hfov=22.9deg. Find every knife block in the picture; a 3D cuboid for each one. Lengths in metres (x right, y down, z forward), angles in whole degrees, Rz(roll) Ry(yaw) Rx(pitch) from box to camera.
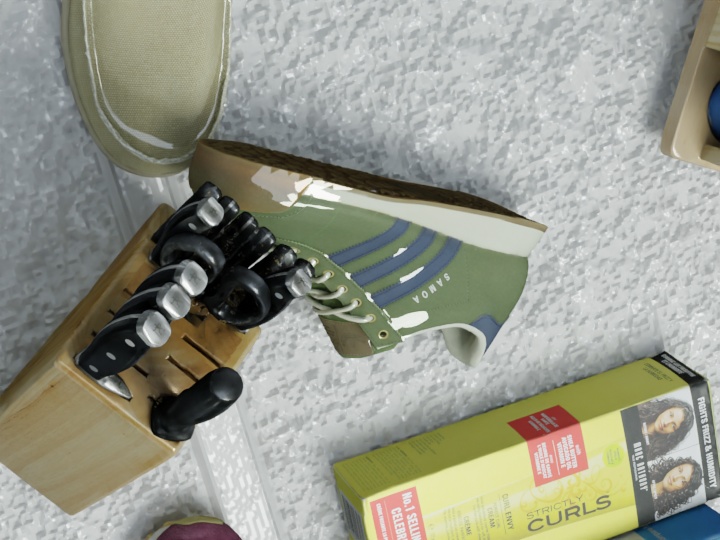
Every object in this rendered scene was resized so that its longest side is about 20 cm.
[{"bbox_3d":[-0.101,0.048,0.749,0.064,0.176,0.200,40,106,-9],"label":"knife block"}]

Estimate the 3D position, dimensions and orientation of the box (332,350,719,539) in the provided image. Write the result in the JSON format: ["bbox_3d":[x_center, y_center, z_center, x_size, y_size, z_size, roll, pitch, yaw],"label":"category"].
[{"bbox_3d":[0.090,0.110,0.932,0.199,0.050,0.076,-16,110,-15],"label":"box"}]

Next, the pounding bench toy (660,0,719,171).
[{"bbox_3d":[0.255,-0.128,0.869,0.124,0.156,0.201,13,100,-21],"label":"pounding bench toy"}]

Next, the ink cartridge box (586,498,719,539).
[{"bbox_3d":[0.110,0.220,0.950,0.199,0.084,0.145,-18,109,-15],"label":"ink cartridge box"}]

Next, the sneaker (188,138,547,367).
[{"bbox_3d":[0.000,0.000,0.849,0.200,0.067,0.090,11,101,-36],"label":"sneaker"}]

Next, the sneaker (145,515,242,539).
[{"bbox_3d":[-0.084,0.225,0.879,0.075,0.090,0.201,4,103,-20],"label":"sneaker"}]

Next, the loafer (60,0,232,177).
[{"bbox_3d":[-0.093,-0.137,0.790,0.075,0.068,0.201,-6,106,-18],"label":"loafer"}]
